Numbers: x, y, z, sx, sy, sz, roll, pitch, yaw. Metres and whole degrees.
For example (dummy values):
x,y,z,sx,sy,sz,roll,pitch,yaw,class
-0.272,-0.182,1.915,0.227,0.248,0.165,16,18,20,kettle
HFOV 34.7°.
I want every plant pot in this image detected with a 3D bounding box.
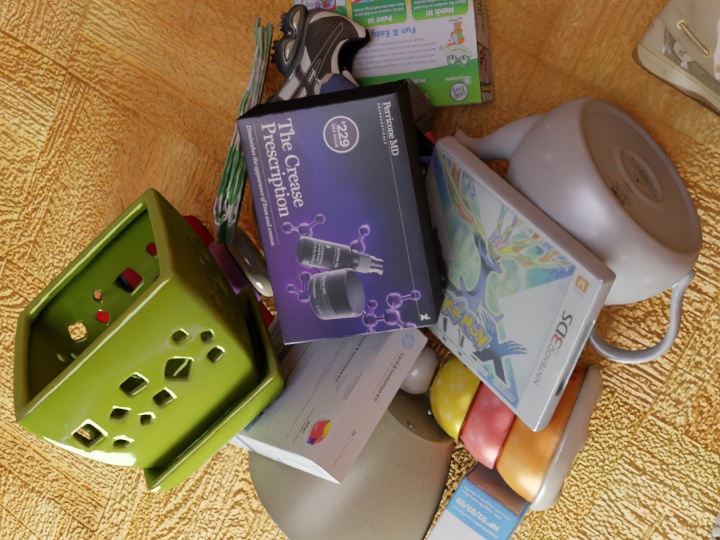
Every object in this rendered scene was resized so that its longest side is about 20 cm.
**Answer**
x,y,z,sx,sy,sz,roll,pitch,yaw,class
-0.192,0.075,1.087,0.199,0.200,0.181,-43,121,9,plant pot

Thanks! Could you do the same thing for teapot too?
x,y,z,sx,sy,sz,roll,pitch,yaw,class
0.196,-0.041,1.020,0.146,0.197,0.201,-39,42,34,teapot

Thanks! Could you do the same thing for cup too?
x,y,z,sx,sy,sz,roll,pitch,yaw,class
0.011,0.180,1.132,0.200,0.200,0.143,43,112,11,cup

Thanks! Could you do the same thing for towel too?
x,y,z,sx,sy,sz,roll,pitch,yaw,class
-0.115,-0.130,1.130,0.023,0.153,0.201,11,82,-5,towel

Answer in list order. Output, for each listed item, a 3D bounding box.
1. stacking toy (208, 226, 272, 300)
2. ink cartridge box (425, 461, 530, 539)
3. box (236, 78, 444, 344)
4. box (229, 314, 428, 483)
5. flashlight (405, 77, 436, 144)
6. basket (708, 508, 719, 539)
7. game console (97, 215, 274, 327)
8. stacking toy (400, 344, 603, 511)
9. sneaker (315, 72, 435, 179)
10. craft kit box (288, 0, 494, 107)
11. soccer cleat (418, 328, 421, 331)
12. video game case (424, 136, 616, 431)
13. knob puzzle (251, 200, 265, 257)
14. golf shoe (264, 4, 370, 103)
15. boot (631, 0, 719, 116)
x,y,z,sx,sy,sz,roll,pitch,yaw,class
-0.187,0.042,1.217,0.200,0.085,0.086,-35,84,2,stacking toy
0.100,0.283,1.154,0.068,0.115,0.201,33,111,15,ink cartridge box
-0.013,-0.049,0.988,0.140,0.079,0.201,-9,105,9,box
-0.045,0.105,1.085,0.041,0.156,0.200,43,159,-28,box
0.089,-0.091,1.099,0.200,0.068,0.068,53,141,-4,flashlight
0.399,0.261,1.007,0.199,0.135,0.124,18,103,21,basket
-0.193,0.070,1.304,0.172,0.119,0.200,-38,83,-6,game console
0.115,0.124,1.087,0.199,0.146,0.147,23,108,9,stacking toy
0.014,-0.075,1.049,0.114,0.081,0.201,8,105,19,sneaker
0.025,-0.254,1.131,0.199,0.048,0.199,-1,96,25,craft kit box
0.000,0.000,1.143,0.068,0.073,0.201,-22,101,19,soccer cleat
0.114,0.012,0.996,0.200,0.022,0.183,45,138,30,video game case
-0.024,-0.067,1.183,0.218,0.030,0.221,4,109,13,knob puzzle
-0.044,-0.152,1.108,0.094,0.078,0.201,11,94,12,golf shoe
0.351,-0.200,0.975,0.200,0.073,0.156,36,115,21,boot
